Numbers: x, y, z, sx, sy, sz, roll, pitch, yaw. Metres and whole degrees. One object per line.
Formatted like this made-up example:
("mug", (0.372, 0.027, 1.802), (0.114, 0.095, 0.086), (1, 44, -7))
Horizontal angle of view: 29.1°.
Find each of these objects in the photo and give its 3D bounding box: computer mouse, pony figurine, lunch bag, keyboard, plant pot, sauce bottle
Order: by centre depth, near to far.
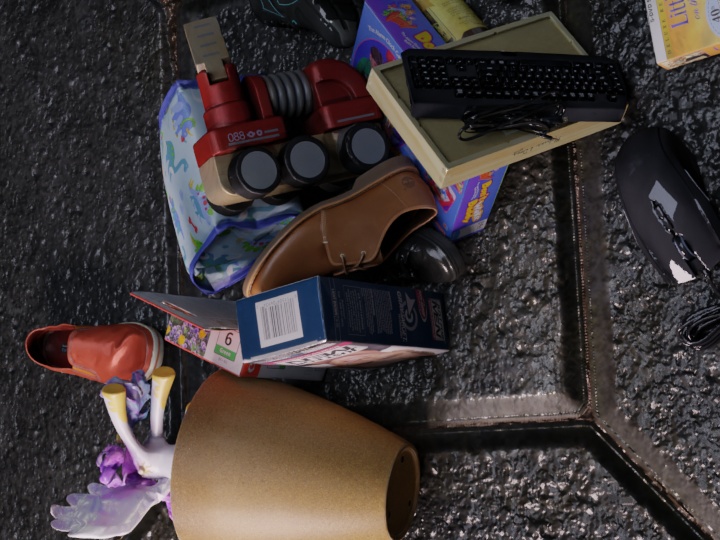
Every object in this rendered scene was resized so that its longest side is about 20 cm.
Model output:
("computer mouse", (0.290, -0.046, 1.166), (0.140, 0.046, 0.201), (-29, 69, 32))
("keyboard", (0.138, -0.159, 1.186), (0.040, 0.198, 0.105), (105, 160, -53))
("sauce bottle", (0.095, -0.212, 1.313), (0.065, 0.065, 0.200), (-49, 59, 22))
("plant pot", (-0.050, 0.196, 1.329), (0.198, 0.186, 0.188), (5, 88, 22))
("pony figurine", (-0.211, 0.200, 1.439), (0.192, 0.167, 0.201), (9, 122, 19))
("lunch bag", (-0.147, -0.085, 1.444), (0.200, 0.127, 0.171), (-43, 58, 58))

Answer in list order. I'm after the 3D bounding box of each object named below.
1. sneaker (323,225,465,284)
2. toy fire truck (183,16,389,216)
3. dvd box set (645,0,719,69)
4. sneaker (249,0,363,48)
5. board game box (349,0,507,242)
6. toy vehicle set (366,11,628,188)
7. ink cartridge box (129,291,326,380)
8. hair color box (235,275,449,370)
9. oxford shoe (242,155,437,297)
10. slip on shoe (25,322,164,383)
("sneaker", (-0.001, -0.002, 1.336), (0.199, 0.060, 0.104), (19, 52, 43))
("toy fire truck", (-0.087, -0.166, 1.329), (0.129, 0.175, 0.202), (-23, 82, 65))
("dvd box set", (0.332, -0.268, 1.166), (0.199, 0.029, 0.148), (-14, 78, 34))
("sneaker", (-0.063, -0.280, 1.441), (0.200, 0.075, 0.080), (52, 126, 36))
("board game box", (0.060, -0.145, 1.302), (0.201, 0.045, 0.135), (56, 152, 26))
("toy vehicle set", (0.121, -0.153, 1.220), (0.125, 0.199, 0.027), (57, 153, 26))
("ink cartridge box", (-0.129, 0.066, 1.366), (0.108, 0.199, 0.051), (22, 98, 35))
("hair color box", (-0.013, 0.052, 1.283), (0.099, 0.199, 0.061), (-16, 76, 34))
("oxford shoe", (-0.018, -0.023, 1.275), (0.199, 0.071, 0.071), (-35, 64, 0))
("slip on shoe", (-0.303, 0.092, 1.578), (0.199, 0.061, 0.075), (3, 86, 35))
